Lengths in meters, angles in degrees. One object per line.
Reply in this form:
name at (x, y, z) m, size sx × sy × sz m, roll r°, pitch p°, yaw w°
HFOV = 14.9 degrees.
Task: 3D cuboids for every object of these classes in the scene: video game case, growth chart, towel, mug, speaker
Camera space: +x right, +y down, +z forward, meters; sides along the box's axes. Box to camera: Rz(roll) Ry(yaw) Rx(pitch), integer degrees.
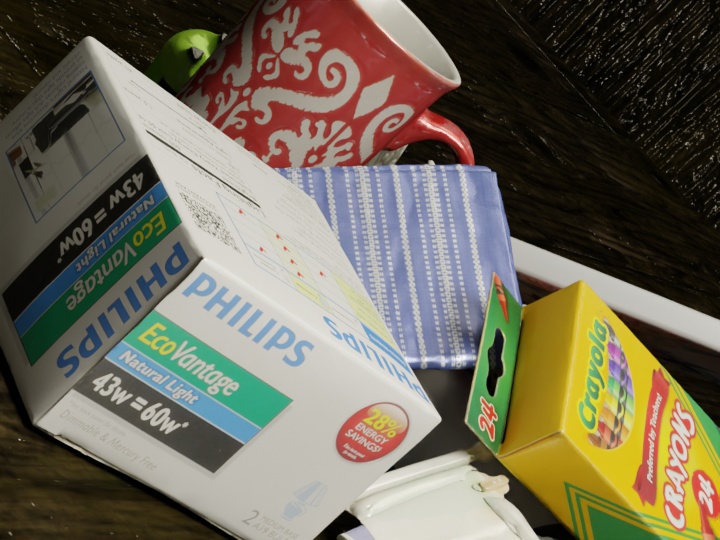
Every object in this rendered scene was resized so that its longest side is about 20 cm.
video game case at (0.184, 0.034, 1.814) m, size 0.199 × 0.022 × 0.182 m, roll 22°, pitch -5°, yaw 10°
growth chart at (0.056, 0.176, 1.493) m, size 0.144 × 0.018 × 0.200 m, roll -11°, pitch 48°, yaw -27°
towel at (0.000, 0.000, 1.656) m, size 0.199 × 0.024 × 0.145 m, roll -1°, pitch 58°, yaw -14°
mug at (-0.039, -0.080, 1.727) m, size 0.178 × 0.200 × 0.133 m, roll 49°, pitch 13°, yaw 15°
speaker at (0.056, 0.114, 1.697) m, size 0.081 × 0.081 × 0.200 m, roll 29°, pitch 21°, yaw -52°

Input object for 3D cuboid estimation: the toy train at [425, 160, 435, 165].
toy train at (0.073, 0.030, 1.855) m, size 0.201 × 0.055 × 0.150 m, roll 62°, pitch 2°, yaw -9°

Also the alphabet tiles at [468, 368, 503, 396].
alphabet tiles at (0.084, 0.099, 1.752) m, size 0.167 × 0.006 × 0.200 m, roll 64°, pitch -12°, yaw 0°

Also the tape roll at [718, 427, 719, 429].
tape roll at (0.275, 0.130, 1.793) m, size 0.085 × 0.200 × 0.200 m, roll 48°, pitch 13°, yaw 10°

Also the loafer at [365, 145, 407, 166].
loafer at (-0.023, -0.074, 1.874) m, size 0.070 × 0.070 × 0.200 m, roll 45°, pitch -32°, yaw 0°

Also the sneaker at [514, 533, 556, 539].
sneaker at (0.114, 0.218, 1.565) m, size 0.198 × 0.115 × 0.076 m, roll 19°, pitch -23°, yaw -4°

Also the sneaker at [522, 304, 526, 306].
sneaker at (0.145, 0.101, 1.719) m, size 0.201 × 0.085 × 0.077 m, roll 59°, pitch -12°, yaw 22°

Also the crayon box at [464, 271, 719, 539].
crayon box at (0.144, 0.098, 1.614) m, size 0.200 × 0.051 × 0.127 m, roll 45°, pitch 37°, yaw -29°

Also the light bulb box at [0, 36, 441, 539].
light bulb box at (-0.091, 0.017, 1.433) m, size 0.198 × 0.125 × 0.200 m, roll 35°, pitch 17°, yaw -41°

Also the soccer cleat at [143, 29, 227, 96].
soccer cleat at (-0.083, -0.066, 1.847) m, size 0.067 × 0.081 × 0.201 m, roll -20°, pitch 82°, yaw -38°
